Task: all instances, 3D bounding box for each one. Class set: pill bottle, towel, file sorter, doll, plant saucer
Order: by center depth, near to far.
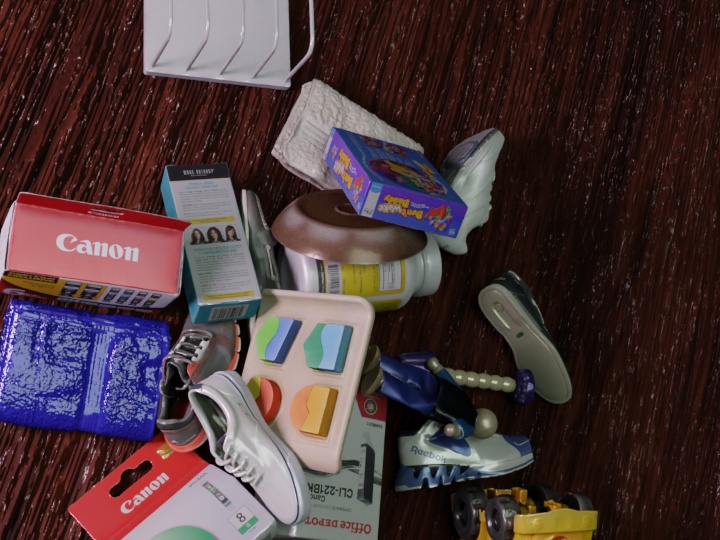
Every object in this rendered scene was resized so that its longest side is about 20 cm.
[{"bbox_3d":[-0.327,0.117,1.352,0.198,0.049,0.150,10,74,-21],"label":"towel"},{"bbox_3d":[-0.012,-0.062,1.434,0.198,0.200,0.037,-6,116,-24],"label":"plant saucer"},{"bbox_3d":[0.093,0.158,1.438,0.199,0.049,0.137,28,28,-21],"label":"doll"},{"bbox_3d":[-0.170,-0.331,1.478,0.198,0.124,0.141,3,77,-22],"label":"file sorter"},{"bbox_3d":[0.000,0.000,1.482,0.198,0.112,0.114,-6,80,-24],"label":"pill bottle"},{"bbox_3d":[-0.014,-0.161,1.556,0.199,0.034,0.134,29,70,-15],"label":"towel"}]

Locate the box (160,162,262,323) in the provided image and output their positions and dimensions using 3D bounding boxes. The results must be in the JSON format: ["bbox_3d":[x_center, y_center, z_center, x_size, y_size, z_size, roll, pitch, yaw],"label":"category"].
[{"bbox_3d":[-0.187,-0.036,1.412,0.081,0.049,0.202,-5,61,-23],"label":"box"}]

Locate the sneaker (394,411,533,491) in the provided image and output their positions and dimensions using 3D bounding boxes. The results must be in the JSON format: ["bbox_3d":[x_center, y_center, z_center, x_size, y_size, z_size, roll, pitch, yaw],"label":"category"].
[{"bbox_3d":[0.130,0.219,1.507,0.197,0.080,0.117,-7,83,-22],"label":"sneaker"}]

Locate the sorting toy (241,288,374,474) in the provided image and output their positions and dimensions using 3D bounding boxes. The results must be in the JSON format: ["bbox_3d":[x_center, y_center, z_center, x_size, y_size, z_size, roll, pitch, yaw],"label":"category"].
[{"bbox_3d":[-0.077,0.124,1.338,0.036,0.184,0.202,21,77,-48],"label":"sorting toy"}]

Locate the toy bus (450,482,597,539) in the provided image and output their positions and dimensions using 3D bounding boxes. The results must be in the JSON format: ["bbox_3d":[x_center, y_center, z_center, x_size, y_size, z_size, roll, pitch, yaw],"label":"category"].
[{"bbox_3d":[0.203,0.371,1.445,0.134,0.200,0.195,4,84,-21],"label":"toy bus"}]

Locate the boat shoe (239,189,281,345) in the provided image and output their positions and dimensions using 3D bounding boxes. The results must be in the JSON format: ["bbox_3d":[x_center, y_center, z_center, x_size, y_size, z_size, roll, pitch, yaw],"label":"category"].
[{"bbox_3d":[-0.121,-0.003,1.455,0.056,0.067,0.203,-4,86,-13],"label":"boat shoe"}]

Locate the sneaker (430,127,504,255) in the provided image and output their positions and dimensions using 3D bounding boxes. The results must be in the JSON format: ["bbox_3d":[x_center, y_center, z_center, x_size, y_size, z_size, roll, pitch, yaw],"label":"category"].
[{"bbox_3d":[0.150,-0.111,1.604,0.087,0.074,0.201,39,73,-23],"label":"sneaker"}]

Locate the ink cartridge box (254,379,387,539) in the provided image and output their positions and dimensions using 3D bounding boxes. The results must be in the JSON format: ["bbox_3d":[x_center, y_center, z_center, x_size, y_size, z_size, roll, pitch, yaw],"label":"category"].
[{"bbox_3d":[-0.048,0.232,1.403,0.143,0.083,0.202,18,71,-43],"label":"ink cartridge box"}]

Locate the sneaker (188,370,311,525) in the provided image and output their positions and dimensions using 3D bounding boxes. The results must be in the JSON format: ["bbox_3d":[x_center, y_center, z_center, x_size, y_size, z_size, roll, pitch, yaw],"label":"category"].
[{"bbox_3d":[-0.132,0.209,1.304,0.070,0.073,0.201,-18,65,-47],"label":"sneaker"}]

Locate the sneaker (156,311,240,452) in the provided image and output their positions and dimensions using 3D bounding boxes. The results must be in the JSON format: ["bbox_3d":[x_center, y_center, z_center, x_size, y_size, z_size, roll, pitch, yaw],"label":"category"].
[{"bbox_3d":[-0.198,0.111,1.370,0.076,0.082,0.202,-1,64,18],"label":"sneaker"}]

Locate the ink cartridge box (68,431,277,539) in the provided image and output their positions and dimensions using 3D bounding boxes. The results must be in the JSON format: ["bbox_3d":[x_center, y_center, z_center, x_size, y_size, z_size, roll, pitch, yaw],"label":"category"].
[{"bbox_3d":[-0.218,0.281,1.311,0.161,0.050,0.200,-38,66,-25],"label":"ink cartridge box"}]

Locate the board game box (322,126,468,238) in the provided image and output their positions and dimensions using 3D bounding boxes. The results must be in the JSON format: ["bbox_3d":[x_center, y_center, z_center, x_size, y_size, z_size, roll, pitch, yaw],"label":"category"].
[{"bbox_3d":[0.040,-0.114,1.449,0.133,0.200,0.045,13,111,-21],"label":"board game box"}]

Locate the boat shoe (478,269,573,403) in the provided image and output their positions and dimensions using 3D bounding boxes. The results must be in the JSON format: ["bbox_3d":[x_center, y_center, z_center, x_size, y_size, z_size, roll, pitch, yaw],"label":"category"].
[{"bbox_3d":[0.242,0.092,1.591,0.201,0.071,0.068,57,40,-8],"label":"boat shoe"}]

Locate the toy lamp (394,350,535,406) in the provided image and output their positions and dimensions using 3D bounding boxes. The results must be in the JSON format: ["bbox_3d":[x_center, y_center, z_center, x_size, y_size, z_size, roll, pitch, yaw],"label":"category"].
[{"bbox_3d":[0.138,0.144,1.541,0.198,0.058,0.059,10,74,-23],"label":"toy lamp"}]

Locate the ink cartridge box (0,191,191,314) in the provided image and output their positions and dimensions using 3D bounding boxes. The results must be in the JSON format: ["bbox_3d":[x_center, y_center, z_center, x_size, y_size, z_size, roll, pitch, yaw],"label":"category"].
[{"bbox_3d":[-0.310,-0.016,1.319,0.198,0.175,0.085,9,75,-20],"label":"ink cartridge box"}]
